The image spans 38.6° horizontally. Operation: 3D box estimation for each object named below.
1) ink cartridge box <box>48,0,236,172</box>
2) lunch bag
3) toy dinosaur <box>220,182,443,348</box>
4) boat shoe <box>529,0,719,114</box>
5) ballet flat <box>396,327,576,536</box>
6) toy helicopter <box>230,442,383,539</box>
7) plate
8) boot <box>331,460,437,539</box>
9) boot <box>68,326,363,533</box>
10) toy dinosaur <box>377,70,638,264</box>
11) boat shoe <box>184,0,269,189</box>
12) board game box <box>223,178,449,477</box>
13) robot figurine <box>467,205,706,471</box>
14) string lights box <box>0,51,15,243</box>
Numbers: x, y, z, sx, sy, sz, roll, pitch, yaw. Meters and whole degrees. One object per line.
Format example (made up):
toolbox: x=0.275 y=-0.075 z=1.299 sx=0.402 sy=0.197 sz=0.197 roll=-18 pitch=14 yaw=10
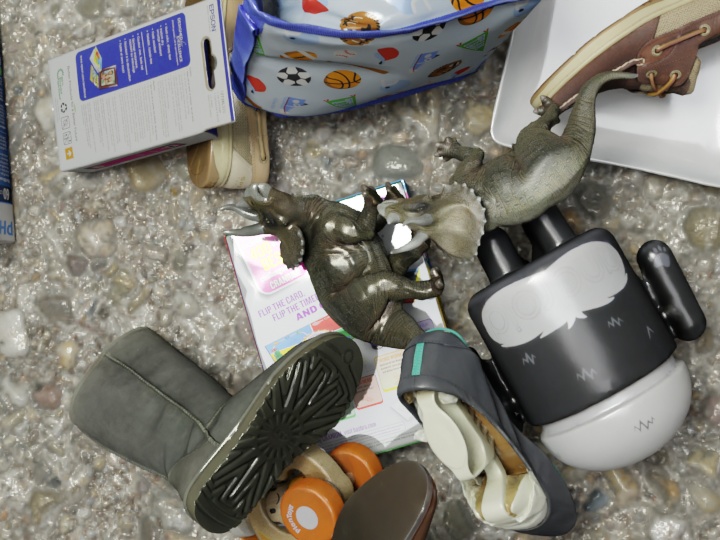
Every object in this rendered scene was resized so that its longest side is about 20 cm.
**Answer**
ink cartridge box: x=-0.166 y=-0.140 z=0.798 sx=0.200 sy=0.037 sz=0.095 roll=-9 pitch=87 yaw=38
lunch bag: x=0.003 y=-0.188 z=0.730 sx=0.200 sy=0.170 sz=0.124 roll=-22 pitch=84 yaw=-13
toy dinosaur: x=0.000 y=0.000 z=0.762 sx=0.102 sy=0.077 sz=0.200 roll=-36 pitch=96 yaw=22
boat shoe: x=0.221 y=-0.159 z=0.748 sx=0.200 sy=0.072 sz=0.072 roll=-32 pitch=89 yaw=3
ballet flat: x=0.085 y=0.132 z=0.712 sx=0.073 sy=0.073 sz=0.200 roll=-32 pitch=111 yaw=5
toy helicopter: x=-0.057 y=0.218 z=0.786 sx=0.132 sy=0.079 sz=0.201 roll=9 pitch=110 yaw=26
plate: x=0.216 y=-0.176 z=0.798 sx=0.199 sy=0.032 sz=0.201 roll=11 pitch=90 yaw=6
boot: x=0.069 y=0.220 z=0.734 sx=0.200 sy=0.064 sz=0.187 roll=16 pitch=118 yaw=-31
boot: x=-0.115 y=0.089 z=0.779 sx=0.182 sy=0.200 sz=0.073 roll=-43 pitch=124 yaw=-16
toy dinosaur: x=0.111 y=-0.065 z=0.714 sx=0.200 sy=0.102 sz=0.077 roll=-23 pitch=127 yaw=7
boat shoe: x=-0.103 y=-0.165 z=0.826 sx=0.064 sy=0.071 sz=0.201 roll=1 pitch=91 yaw=-29
board game box: x=-0.007 y=0.045 z=0.816 sx=0.153 sy=0.040 sz=0.201 roll=-16 pitch=87 yaw=6
robot figurine: x=0.157 y=0.048 z=0.758 sx=0.150 sy=0.125 sz=0.200 roll=-34 pitch=84 yaw=43
string lights box: x=-0.333 y=-0.121 z=0.828 sx=0.059 sy=0.103 sz=0.201 roll=-4 pitch=88 yaw=6
